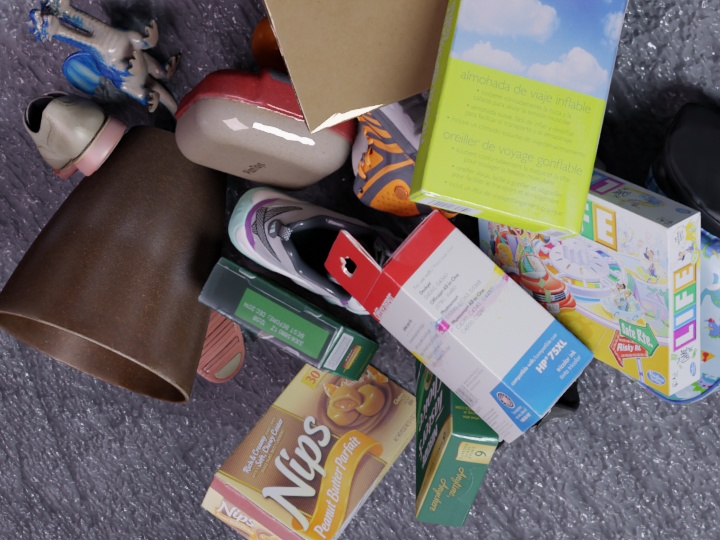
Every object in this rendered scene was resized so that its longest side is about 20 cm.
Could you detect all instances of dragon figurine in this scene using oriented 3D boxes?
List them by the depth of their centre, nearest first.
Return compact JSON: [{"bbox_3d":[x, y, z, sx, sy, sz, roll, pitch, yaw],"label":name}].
[{"bbox_3d":[-0.212,-0.179,1.764,0.099,0.059,0.200,18,163,23],"label":"dragon figurine"}]

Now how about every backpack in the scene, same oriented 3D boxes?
[{"bbox_3d":[0.256,0.003,1.535,0.162,0.154,0.200,34,154,8],"label":"backpack"}]

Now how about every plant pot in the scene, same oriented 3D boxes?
[{"bbox_3d":[-0.195,-0.016,1.785,0.185,0.202,0.187,21,167,5],"label":"plant pot"}]

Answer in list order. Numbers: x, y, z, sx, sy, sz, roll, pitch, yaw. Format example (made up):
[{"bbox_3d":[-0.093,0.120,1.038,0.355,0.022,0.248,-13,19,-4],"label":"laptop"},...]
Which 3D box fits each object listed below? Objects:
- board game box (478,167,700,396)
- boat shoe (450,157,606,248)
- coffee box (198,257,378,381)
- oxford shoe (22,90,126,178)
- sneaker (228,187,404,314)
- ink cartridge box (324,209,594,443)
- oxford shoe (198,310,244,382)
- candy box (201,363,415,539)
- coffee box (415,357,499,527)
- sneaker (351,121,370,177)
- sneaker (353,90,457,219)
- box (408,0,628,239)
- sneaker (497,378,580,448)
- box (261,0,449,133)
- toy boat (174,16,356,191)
[{"bbox_3d":[0.163,-0.009,1.507,0.199,0.034,0.136,28,132,45],"label":"board game box"},{"bbox_3d":[0.100,-0.053,1.632,0.066,0.075,0.199,43,138,-18],"label":"boat shoe"},{"bbox_3d":[-0.057,0.045,1.770,0.122,0.044,0.200,29,180,10],"label":"coffee box"},{"bbox_3d":[-0.257,-0.128,1.802,0.074,0.071,0.200,38,169,-15],"label":"oxford shoe"},{"bbox_3d":[0.000,0.000,1.679,0.199,0.078,0.140,18,-177,-32],"label":"sneaker"},{"bbox_3d":[0.070,0.030,1.553,0.200,0.067,0.116,43,164,4],"label":"ink cartridge box"},{"bbox_3d":[-0.180,0.018,1.925,0.201,0.071,0.074,56,161,-16],"label":"oxford shoe"},{"bbox_3d":[-0.038,0.164,1.841,0.115,0.200,0.055,34,140,7],"label":"candy box"},{"bbox_3d":[0.077,0.093,1.695,0.044,0.201,0.123,9,139,-9],"label":"coffee box"},{"bbox_3d":[0.051,-0.122,1.613,0.084,0.075,0.201,29,138,19],"label":"sneaker"},{"bbox_3d":[0.008,-0.114,1.552,0.200,0.077,0.112,51,144,15],"label":"sneaker"},{"bbox_3d":[0.112,-0.134,1.435,0.121,0.202,0.048,14,173,-12],"label":"box"},{"bbox_3d":[0.138,0.110,1.761,0.090,0.066,0.201,31,137,13],"label":"sneaker"},{"bbox_3d":[0.029,-0.206,1.463,0.021,0.198,0.165,-126,16,-75],"label":"box"},{"bbox_3d":[-0.072,-0.143,1.660,0.129,0.132,0.200,17,170,-14],"label":"toy boat"}]
